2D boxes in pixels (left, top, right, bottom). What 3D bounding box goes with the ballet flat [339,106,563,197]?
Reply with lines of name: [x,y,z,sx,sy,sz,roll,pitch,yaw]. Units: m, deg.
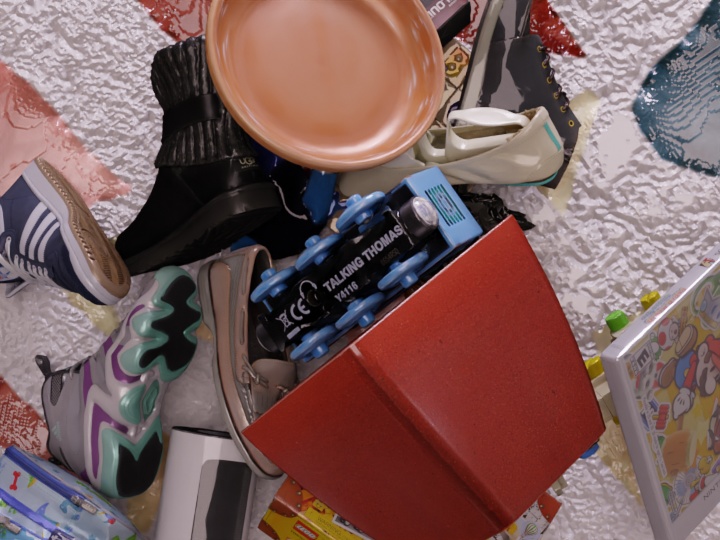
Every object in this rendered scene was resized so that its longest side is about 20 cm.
ballet flat: [0.067,-0.101,1.319,0.200,0.069,0.070,-5,86,23]

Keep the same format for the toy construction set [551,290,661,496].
toy construction set: [0.199,0.102,1.339,0.092,0.131,0.200,44,93,-10]

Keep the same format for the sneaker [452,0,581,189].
sneaker: [0.147,-0.173,1.379,0.106,0.075,0.200,15,97,-1]

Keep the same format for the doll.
doll: [-0.077,-0.074,1.387,0.136,0.048,0.200,-31,88,23]

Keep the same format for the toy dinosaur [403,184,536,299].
toy dinosaur: [0.076,-0.002,1.367,0.200,0.102,0.136,33,105,-16]

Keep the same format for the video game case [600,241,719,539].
video game case: [0.278,0.095,1.295,0.182,0.023,0.200,-39,124,-28]

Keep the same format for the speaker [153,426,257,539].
speaker: [-0.137,0.237,1.363,0.081,0.081,0.200,9,87,2]

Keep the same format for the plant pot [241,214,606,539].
plant pot: [0.064,0.110,1.235,0.200,0.200,0.176,-37,88,-36]

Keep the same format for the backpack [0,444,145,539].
backpack: [-0.278,0.231,1.320,0.200,0.183,0.147,27,74,9]

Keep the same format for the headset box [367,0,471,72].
headset box: [-0.011,-0.227,1.381,0.149,0.075,0.200,-44,82,0]

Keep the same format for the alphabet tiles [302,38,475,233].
alphabet tiles: [0.030,-0.119,1.413,0.166,0.006,0.200,40,89,4]

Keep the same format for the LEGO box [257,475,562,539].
LEGO box: [0.040,0.202,1.331,0.200,0.077,0.149,35,60,3]

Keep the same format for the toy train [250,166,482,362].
toy train: [0.000,0.000,1.295,0.200,0.114,0.087,-40,81,32]

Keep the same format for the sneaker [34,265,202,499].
sneaker: [-0.220,0.081,1.364,0.140,0.078,0.200,17,87,35]

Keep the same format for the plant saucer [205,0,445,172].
plant saucer: [-0.030,-0.168,1.284,0.200,0.037,0.201,7,68,-19]

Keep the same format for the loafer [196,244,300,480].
loafer: [-0.085,0.073,1.349,0.063,0.072,0.200,-29,66,28]

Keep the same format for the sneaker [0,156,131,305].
sneaker: [-0.267,-0.006,1.347,0.108,0.070,0.200,-42,42,3]

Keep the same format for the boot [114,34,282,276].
boot: [-0.153,-0.091,1.346,0.211,0.079,0.158,-28,78,42]
